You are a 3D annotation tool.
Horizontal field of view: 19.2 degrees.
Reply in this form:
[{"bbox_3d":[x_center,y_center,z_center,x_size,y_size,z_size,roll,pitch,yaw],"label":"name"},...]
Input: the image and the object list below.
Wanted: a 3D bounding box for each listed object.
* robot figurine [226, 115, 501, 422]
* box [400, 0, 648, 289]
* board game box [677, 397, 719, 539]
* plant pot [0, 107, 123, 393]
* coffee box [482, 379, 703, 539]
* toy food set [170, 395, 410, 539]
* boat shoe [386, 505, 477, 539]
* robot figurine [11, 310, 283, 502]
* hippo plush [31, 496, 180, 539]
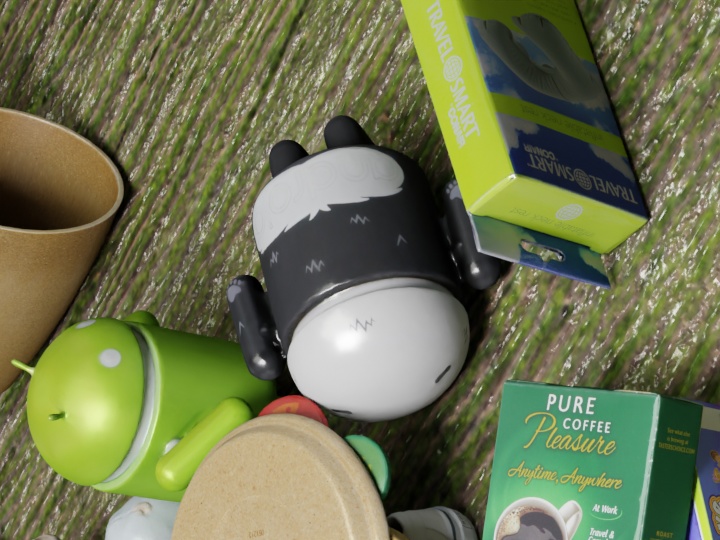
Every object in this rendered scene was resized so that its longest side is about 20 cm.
[{"bbox_3d":[-0.001,0.001,1.376,0.150,0.125,0.200,-51,45,43],"label":"robot figurine"},{"bbox_3d":[0.099,-0.093,1.280,0.048,0.122,0.200,-39,52,35],"label":"box"},{"bbox_3d":[0.164,0.189,1.182,0.134,0.045,0.200,-34,55,40],"label":"board game box"},{"bbox_3d":[-0.306,-0.002,1.720,0.186,0.186,0.200,52,133,44],"label":"plant pot"},{"bbox_3d":[0.120,0.163,1.171,0.123,0.044,0.200,0,80,50],"label":"coffee box"},{"bbox_3d":[-0.045,0.181,1.318,0.200,0.049,0.198,-38,61,35],"label":"toy food set"},{"bbox_3d":[0.004,0.236,1.345,0.074,0.067,0.200,31,104,50],"label":"boat shoe"},{"bbox_3d":[-0.138,0.097,1.448,0.175,0.200,0.116,41,112,51],"label":"robot figurine"},{"bbox_3d":[-0.170,0.239,1.482,0.161,0.159,0.200,-47,47,32],"label":"hippo plush"}]
